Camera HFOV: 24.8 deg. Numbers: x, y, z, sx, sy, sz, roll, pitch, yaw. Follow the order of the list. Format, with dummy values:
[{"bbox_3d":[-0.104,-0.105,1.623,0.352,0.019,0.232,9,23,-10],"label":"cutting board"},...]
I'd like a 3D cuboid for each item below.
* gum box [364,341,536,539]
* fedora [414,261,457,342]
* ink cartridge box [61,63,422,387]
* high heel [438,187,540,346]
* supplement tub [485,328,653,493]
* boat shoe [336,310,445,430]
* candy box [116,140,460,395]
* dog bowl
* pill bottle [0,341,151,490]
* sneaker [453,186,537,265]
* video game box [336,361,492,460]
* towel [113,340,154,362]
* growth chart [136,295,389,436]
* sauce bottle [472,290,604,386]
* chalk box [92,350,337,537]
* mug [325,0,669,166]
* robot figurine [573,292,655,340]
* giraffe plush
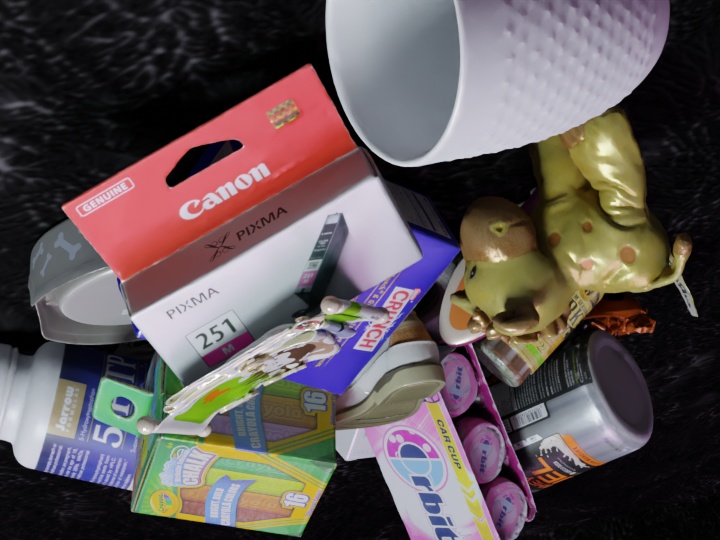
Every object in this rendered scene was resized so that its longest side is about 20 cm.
[{"bbox_3d":[0.076,0.165,1.524,0.113,0.201,0.066,-4,-155,43],"label":"gum box"},{"bbox_3d":[0.000,0.000,1.418,0.176,0.091,0.200,-25,150,25],"label":"fedora"},{"bbox_3d":[-0.077,-0.025,1.127,0.199,0.044,0.174,-29,136,3],"label":"ink cartridge box"},{"bbox_3d":[0.135,-0.014,1.396,0.201,0.067,0.096,-57,170,-5],"label":"high heel"},{"bbox_3d":[0.173,0.147,1.588,0.199,0.124,0.122,-28,157,31],"label":"supplement tub"},{"bbox_3d":[0.018,0.091,1.424,0.074,0.069,0.200,-4,163,-25],"label":"boat shoe"},{"bbox_3d":[-0.054,-0.005,1.238,0.199,0.077,0.169,20,120,-35],"label":"candy box"},{"bbox_3d":[-0.179,-0.001,1.341,0.198,0.059,0.200,-12,161,-4],"label":"dog bowl"},{"bbox_3d":[-0.260,0.131,1.513,0.198,0.121,0.120,14,155,-13],"label":"pill bottle"},{"bbox_3d":[0.118,-0.012,1.498,0.200,0.076,0.076,-38,129,17],"label":"sneaker"},{"bbox_3d":[0.075,0.091,1.638,0.181,0.047,0.201,0,121,-37],"label":"video game box"},{"bbox_3d":[-0.182,0.108,1.677,0.170,0.049,0.200,-3,159,-22],"label":"towel"},{"bbox_3d":[-0.069,0.071,1.191,0.199,0.018,0.144,-33,166,19],"label":"growth chart"},{"bbox_3d":[0.189,0.017,1.525,0.200,0.065,0.065,-48,163,-8],"label":"sauce bottle"},{"bbox_3d":[-0.129,0.134,1.404,0.198,0.125,0.125,9,140,-13],"label":"chalk box"},{"bbox_3d":[0.094,-0.168,0.953,0.174,0.148,0.201,-12,133,-30],"label":"mug"},{"bbox_3d":[0.216,0.027,1.627,0.199,0.058,0.146,-10,124,-34],"label":"robot figurine"},{"bbox_3d":[0.143,-0.019,1.256,0.161,0.201,0.173,-26,165,-8],"label":"giraffe plush"}]
